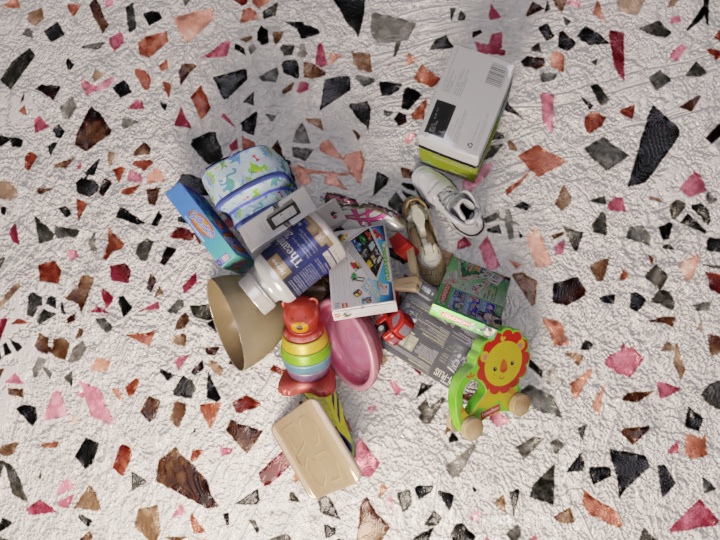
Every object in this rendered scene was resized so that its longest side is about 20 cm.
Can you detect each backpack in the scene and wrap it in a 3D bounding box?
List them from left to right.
[{"bbox_3d":[-0.225,-0.170,1.377,0.182,0.200,0.148,-27,82,2],"label":"backpack"}]

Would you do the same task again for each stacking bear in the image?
[{"bbox_3d":[-0.114,0.144,1.331,0.120,0.114,0.202,0,120,7],"label":"stacking bear"}]

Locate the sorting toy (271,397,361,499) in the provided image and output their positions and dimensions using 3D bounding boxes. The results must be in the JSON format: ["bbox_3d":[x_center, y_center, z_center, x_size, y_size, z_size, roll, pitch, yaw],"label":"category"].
[{"bbox_3d":[-0.091,0.367,1.343,0.036,0.200,0.186,-25,79,-42],"label":"sorting toy"}]

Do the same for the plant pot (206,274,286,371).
[{"bbox_3d":[-0.224,0.092,1.373,0.134,0.200,0.202,-21,81,-25],"label":"plant pot"}]

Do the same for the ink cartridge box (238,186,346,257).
[{"bbox_3d":[-0.137,-0.095,1.347,0.199,0.116,0.068,-32,67,-1],"label":"ink cartridge box"}]

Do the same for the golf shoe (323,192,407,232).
[{"bbox_3d":[0.006,-0.104,1.409,0.198,0.073,0.093,16,93,22],"label":"golf shoe"}]

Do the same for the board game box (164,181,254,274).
[{"bbox_3d":[-0.319,-0.087,1.405,0.045,0.152,0.200,-39,82,1],"label":"board game box"}]

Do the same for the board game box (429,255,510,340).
[{"bbox_3d":[0.225,0.050,1.316,0.134,0.200,0.029,21,124,8],"label":"board game box"}]

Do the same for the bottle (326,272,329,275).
[{"bbox_3d":[-0.060,-0.024,1.403,0.198,0.084,0.066,-4,84,7],"label":"bottle"}]

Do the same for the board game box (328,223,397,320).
[{"bbox_3d":[0.000,0.000,1.301,0.125,0.035,0.201,-8,52,3],"label":"board game box"}]

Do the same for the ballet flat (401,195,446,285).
[{"bbox_3d":[0.133,-0.065,1.393,0.070,0.065,0.202,-20,83,1],"label":"ballet flat"}]

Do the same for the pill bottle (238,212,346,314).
[{"bbox_3d":[-0.133,-0.010,1.258,0.200,0.111,0.111,-40,81,-7],"label":"pill bottle"}]

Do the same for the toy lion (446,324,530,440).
[{"bbox_3d":[0.256,0.211,1.293,0.199,0.069,0.193,-19,109,-26],"label":"toy lion"}]

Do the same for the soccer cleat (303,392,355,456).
[{"bbox_3d":[-0.065,0.313,1.369,0.064,0.084,0.201,-26,82,3],"label":"soccer cleat"}]

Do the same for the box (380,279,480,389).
[{"bbox_3d":[0.162,0.136,1.359,0.199,0.086,0.165,30,88,9],"label":"box"}]

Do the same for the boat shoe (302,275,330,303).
[{"bbox_3d":[-0.063,0.047,1.404,0.198,0.068,0.073,1,84,7],"label":"boat shoe"}]

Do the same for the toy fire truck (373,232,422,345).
[{"bbox_3d":[0.076,0.036,1.322,0.141,0.049,0.201,-39,49,17],"label":"toy fire truck"}]

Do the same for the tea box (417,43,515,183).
[{"bbox_3d":[0.215,-0.315,1.342,0.133,0.197,0.202,22,88,9],"label":"tea box"}]

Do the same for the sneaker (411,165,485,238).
[{"bbox_3d":[0.186,-0.154,1.371,0.075,0.115,0.200,-44,81,0],"label":"sneaker"}]

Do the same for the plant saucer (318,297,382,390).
[{"bbox_3d":[-0.019,0.145,1.345,0.051,0.200,0.202,-24,80,-31],"label":"plant saucer"}]
